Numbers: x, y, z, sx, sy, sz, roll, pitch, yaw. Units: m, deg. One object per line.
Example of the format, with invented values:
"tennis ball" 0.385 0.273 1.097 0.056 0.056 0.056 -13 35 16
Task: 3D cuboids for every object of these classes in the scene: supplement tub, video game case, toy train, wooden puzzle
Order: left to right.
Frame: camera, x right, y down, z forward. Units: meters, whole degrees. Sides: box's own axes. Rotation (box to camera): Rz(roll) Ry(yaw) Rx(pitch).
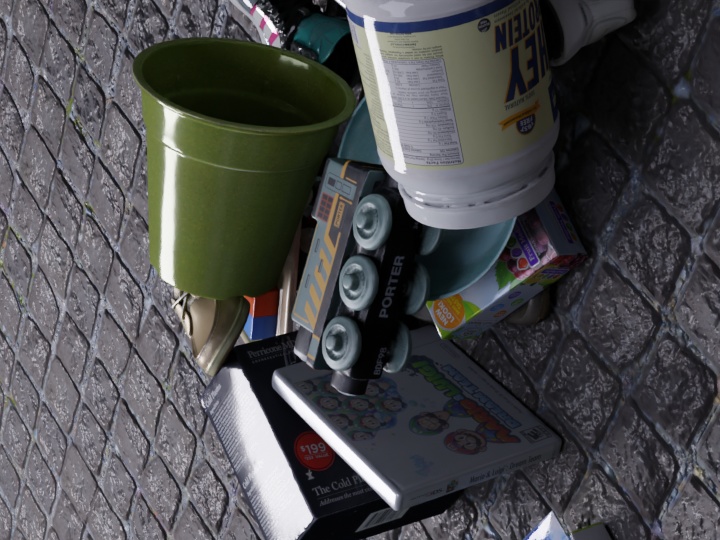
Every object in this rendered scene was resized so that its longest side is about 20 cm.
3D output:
"wooden puzzle" -0.108 -0.025 1.915 0.185 0.046 0.201 -126 41 -53
"toy train" 0.000 0.000 1.628 0.114 0.085 0.202 30 110 48
"video game case" 0.049 0.126 1.726 0.200 0.181 0.024 41 134 41
"supplement tub" 0.073 -0.148 1.484 0.145 0.144 0.201 27 139 49

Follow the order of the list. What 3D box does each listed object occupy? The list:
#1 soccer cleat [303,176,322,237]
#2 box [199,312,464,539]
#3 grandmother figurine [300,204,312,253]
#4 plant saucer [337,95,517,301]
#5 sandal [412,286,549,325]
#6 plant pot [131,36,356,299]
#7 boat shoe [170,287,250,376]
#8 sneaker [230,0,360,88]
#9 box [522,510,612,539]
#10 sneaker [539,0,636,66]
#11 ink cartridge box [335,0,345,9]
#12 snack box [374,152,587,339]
"soccer cleat" -0.003 -0.022 1.848 0.069 0.085 0.201 -38 40 33
"box" -0.018 0.150 1.816 0.183 0.199 0.104 61 144 21
"grandmother figurine" -0.081 -0.062 1.972 0.121 0.060 0.201 39 134 32
"plant saucer" 0.064 -0.075 1.646 0.199 0.036 0.202 -1 88 39
"sandal" 0.091 0.018 1.743 0.199 0.054 0.082 12 110 54
"plant pot" -0.117 -0.083 1.748 0.200 0.199 0.191 40 129 43
"boat shoe" -0.146 0.031 1.805 0.072 0.065 0.200 -56 18 21
"sneaker" -0.057 -0.236 1.822 0.120 0.084 0.201 16 141 50
"box" 0.202 0.315 1.683 0.201 0.047 0.122 62 143 22
"sneaker" 0.157 -0.203 1.565 0.200 0.081 0.076 -154 44 -72
"ink cartridge box" 0.054 -0.270 1.730 0.200 0.057 0.163 40 134 17
"snack box" 0.092 -0.062 1.680 0.142 0.053 0.201 -38 66 34
